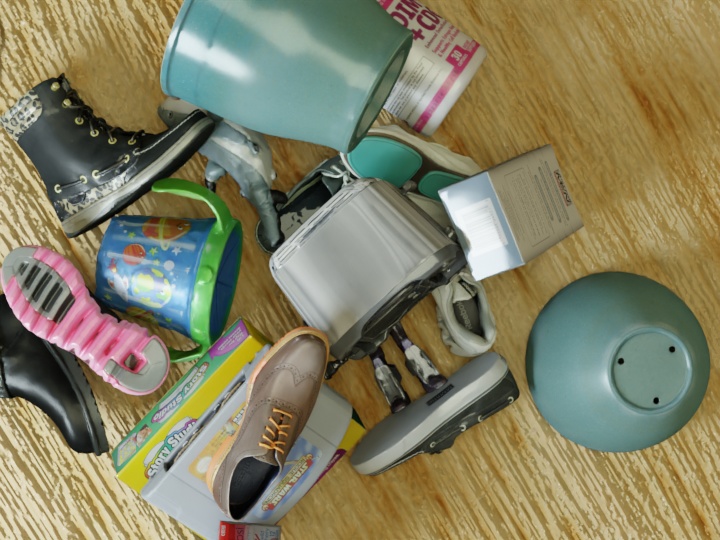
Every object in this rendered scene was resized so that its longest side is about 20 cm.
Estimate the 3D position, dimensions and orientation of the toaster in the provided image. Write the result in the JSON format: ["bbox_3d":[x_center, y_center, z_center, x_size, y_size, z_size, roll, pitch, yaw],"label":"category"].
[{"bbox_3d":[0.000,0.000,1.420,0.200,0.114,0.129,-43,75,11],"label":"toaster"}]

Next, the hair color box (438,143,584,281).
[{"bbox_3d":[0.159,-0.063,1.452,0.061,0.200,0.099,-21,93,29],"label":"hair color box"}]

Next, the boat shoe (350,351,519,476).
[{"bbox_3d":[0.083,0.166,1.509,0.200,0.069,0.057,-35,109,0],"label":"boat shoe"}]

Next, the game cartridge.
[{"bbox_3d":[-0.106,0.184,1.407,0.133,0.042,0.200,38,97,-20],"label":"game cartridge"}]

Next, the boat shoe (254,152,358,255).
[{"bbox_3d":[-0.025,-0.083,1.498,0.200,0.062,0.073,-35,90,-6],"label":"boat shoe"}]

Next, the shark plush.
[{"bbox_3d":[-0.133,-0.113,1.479,0.083,0.091,0.200,-35,88,11],"label":"shark plush"}]

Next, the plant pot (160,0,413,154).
[{"bbox_3d":[-0.059,-0.212,1.345,0.188,0.200,0.200,29,87,5],"label":"plant pot"}]

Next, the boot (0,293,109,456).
[{"bbox_3d":[-0.365,0.126,1.450,0.158,0.079,0.211,-29,79,-11],"label":"boot"}]

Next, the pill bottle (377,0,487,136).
[{"bbox_3d":[0.022,-0.240,1.475,0.200,0.113,0.113,34,87,-2],"label":"pill bottle"}]

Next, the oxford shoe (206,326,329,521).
[{"bbox_3d":[-0.080,0.149,1.342,0.071,0.073,0.200,21,104,-21],"label":"oxford shoe"}]

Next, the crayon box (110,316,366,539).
[{"bbox_3d":[-0.125,0.176,1.451,0.200,0.058,0.173,-46,114,5],"label":"crayon box"}]

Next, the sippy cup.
[{"bbox_3d":[-0.200,0.001,1.452,0.130,0.140,0.178,11,80,5],"label":"sippy cup"}]

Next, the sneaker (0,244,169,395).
[{"bbox_3d":[-0.280,0.054,1.421,0.200,0.095,0.079,42,80,-2],"label":"sneaker"}]

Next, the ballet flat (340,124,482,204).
[{"bbox_3d":[0.053,-0.116,1.478,0.200,0.069,0.069,18,88,-35],"label":"ballet flat"}]

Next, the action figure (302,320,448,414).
[{"bbox_3d":[0.013,0.050,1.501,0.130,0.069,0.200,-33,89,7],"label":"action figure"}]

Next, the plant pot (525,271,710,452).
[{"bbox_3d":[0.287,0.102,1.497,0.200,0.135,0.200,0,91,-6],"label":"plant pot"}]

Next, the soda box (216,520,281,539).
[{"bbox_3d":[-0.122,0.329,1.423,0.063,0.200,0.070,6,51,-7],"label":"soda box"}]

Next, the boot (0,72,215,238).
[{"bbox_3d":[-0.264,-0.144,1.445,0.204,0.073,0.154,-34,91,20],"label":"boot"}]

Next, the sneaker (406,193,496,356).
[{"bbox_3d":[0.093,-0.001,1.504,0.075,0.081,0.200,-28,92,-4],"label":"sneaker"}]
